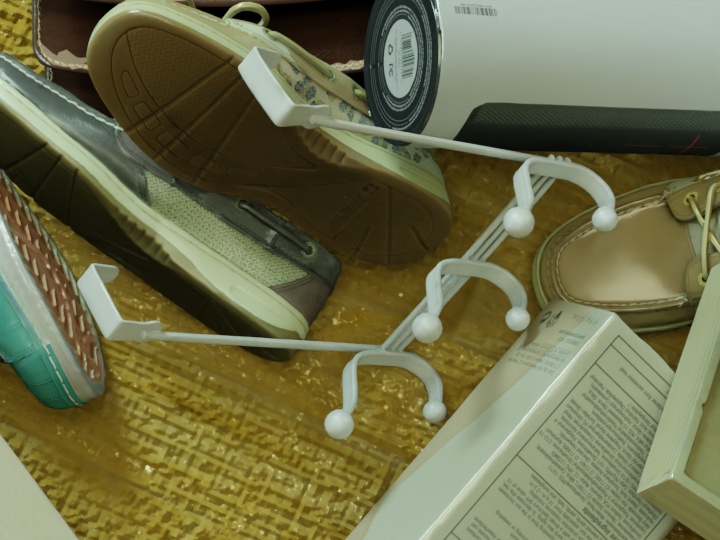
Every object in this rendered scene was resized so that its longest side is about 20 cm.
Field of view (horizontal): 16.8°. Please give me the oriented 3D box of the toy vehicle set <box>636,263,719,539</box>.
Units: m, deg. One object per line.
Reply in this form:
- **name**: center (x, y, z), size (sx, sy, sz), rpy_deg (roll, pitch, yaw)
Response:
- **toy vehicle set**: center (0.224, 0.095, 1.083), size (0.200, 0.027, 0.124), rpy_deg (33, 57, -14)

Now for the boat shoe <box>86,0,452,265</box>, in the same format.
- **boat shoe**: center (-0.042, -0.071, 1.112), size (0.073, 0.200, 0.063), rpy_deg (-35, 39, 30)

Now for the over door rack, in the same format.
- **over door rack**: center (0.000, 0.000, 1.055), size (0.148, 0.200, 0.067), rpy_deg (-50, 43, 29)

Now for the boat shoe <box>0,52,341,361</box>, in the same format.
- **boat shoe**: center (-0.097, -0.039, 1.142), size (0.201, 0.072, 0.066), rpy_deg (39, 68, -5)

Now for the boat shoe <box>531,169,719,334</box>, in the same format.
- **boat shoe**: center (0.179, -0.020, 1.141), size (0.200, 0.066, 0.074), rpy_deg (-15, 79, -3)

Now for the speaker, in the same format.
- **speaker**: center (0.107, -0.094, 1.114), size (0.200, 0.081, 0.081), rpy_deg (1, 78, -25)

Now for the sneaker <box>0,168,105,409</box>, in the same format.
- **sneaker**: center (-0.197, -0.010, 1.143), size (0.080, 0.071, 0.200), rpy_deg (-35, 83, 9)

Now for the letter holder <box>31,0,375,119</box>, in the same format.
- **letter holder**: center (-0.055, -0.130, 1.147), size (0.200, 0.101, 0.142), rpy_deg (-2, 81, 0)

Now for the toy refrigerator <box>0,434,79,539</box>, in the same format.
- **toy refrigerator**: center (-0.189, 0.119, 1.106), size (0.076, 0.070, 0.200), rpy_deg (-33, 80, -31)

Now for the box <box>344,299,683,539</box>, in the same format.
- **box**: center (0.066, 0.118, 1.095), size (0.095, 0.078, 0.200), rpy_deg (45, 81, -16)
